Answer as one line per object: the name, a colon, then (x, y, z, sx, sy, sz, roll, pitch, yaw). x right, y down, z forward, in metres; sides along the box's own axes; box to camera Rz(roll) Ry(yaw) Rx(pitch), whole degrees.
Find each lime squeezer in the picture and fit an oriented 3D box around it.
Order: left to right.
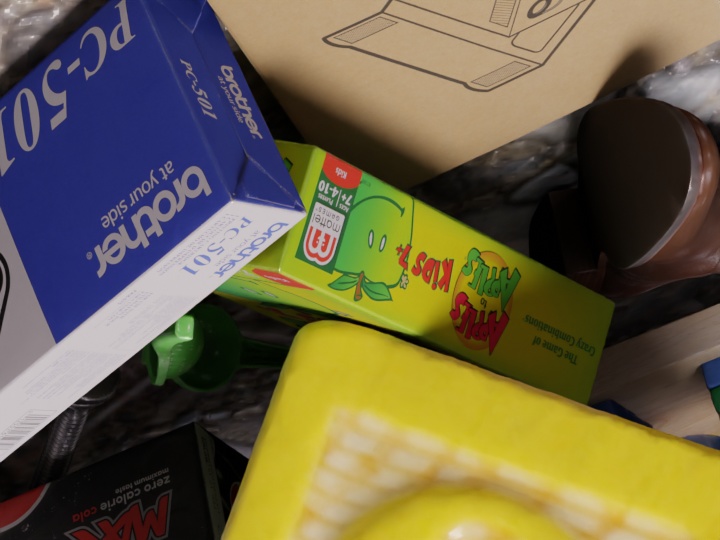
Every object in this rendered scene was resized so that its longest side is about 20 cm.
lime squeezer: (-0.058, 0.034, 1.030, 0.200, 0.070, 0.038, 19, 91, -67)

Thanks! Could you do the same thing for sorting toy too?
sorting toy: (0.174, 0.078, 1.184, 0.199, 0.070, 0.199, -23, 159, 16)

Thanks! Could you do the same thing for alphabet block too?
alphabet block: (0.052, 0.148, 1.002, 0.195, 0.196, 0.200, 17, 172, 12)

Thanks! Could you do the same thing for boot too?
boot: (0.183, -0.038, 1.037, 0.199, 0.065, 0.186, -7, 171, -13)

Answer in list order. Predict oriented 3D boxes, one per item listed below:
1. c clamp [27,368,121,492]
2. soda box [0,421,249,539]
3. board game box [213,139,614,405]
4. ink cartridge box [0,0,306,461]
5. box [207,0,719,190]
c clamp: (-0.154, 0.081, 1.105, 0.170, 0.027, 0.200, -4, 147, -15)
soda box: (-0.135, 0.138, 1.107, 0.199, 0.071, 0.063, -24, 149, 17)
board game box: (0.000, 0.000, 0.985, 0.101, 0.048, 0.200, 10, 170, 40)
ink cartridge box: (-0.116, -0.005, 0.914, 0.200, 0.094, 0.044, -37, 155, 28)
box: (0.037, -0.106, 0.915, 0.163, 0.021, 0.200, -24, 148, 8)
